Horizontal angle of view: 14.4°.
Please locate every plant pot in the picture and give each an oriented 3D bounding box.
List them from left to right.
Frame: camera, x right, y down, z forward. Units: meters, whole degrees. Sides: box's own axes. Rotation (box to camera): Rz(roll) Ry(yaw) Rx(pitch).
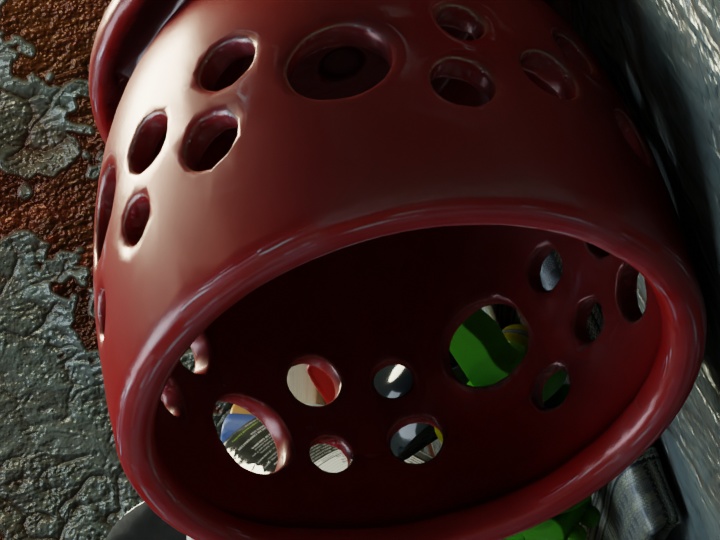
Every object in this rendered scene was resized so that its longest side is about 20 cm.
[{"bbox_3d":[0.000,-0.025,0.975,0.201,0.199,0.183,75,179,-54],"label":"plant pot"}]

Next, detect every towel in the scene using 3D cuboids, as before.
[{"bbox_3d":[0.100,0.049,1.281,0.200,0.034,0.193,88,161,-73],"label":"towel"}]

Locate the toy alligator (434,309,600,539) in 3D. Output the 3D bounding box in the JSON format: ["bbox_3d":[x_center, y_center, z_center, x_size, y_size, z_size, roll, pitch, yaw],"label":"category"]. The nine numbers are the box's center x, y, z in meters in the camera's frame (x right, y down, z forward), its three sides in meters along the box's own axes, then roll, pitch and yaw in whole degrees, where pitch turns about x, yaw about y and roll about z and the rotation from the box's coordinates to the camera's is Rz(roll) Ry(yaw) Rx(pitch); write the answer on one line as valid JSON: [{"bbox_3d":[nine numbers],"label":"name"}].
[{"bbox_3d":[0.078,0.092,1.210,0.054,0.059,0.201,10,132,35],"label":"toy alligator"}]

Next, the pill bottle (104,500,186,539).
[{"bbox_3d":[-0.052,0.178,1.536,0.200,0.112,0.112,24,-139,-56],"label":"pill bottle"}]

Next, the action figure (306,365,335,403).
[{"bbox_3d":[0.044,0.021,1.509,0.099,0.065,0.200,49,-146,-16],"label":"action figure"}]

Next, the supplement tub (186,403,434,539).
[{"bbox_3d":[0.009,0.144,1.353,0.200,0.122,0.123,25,136,59],"label":"supplement tub"}]

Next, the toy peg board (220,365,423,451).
[{"bbox_3d":[-0.036,0.021,1.555,0.199,0.097,0.201,-16,-72,-71],"label":"toy peg board"}]

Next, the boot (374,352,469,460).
[{"bbox_3d":[0.000,0.000,1.314,0.169,0.076,0.200,55,-176,2],"label":"boot"}]
